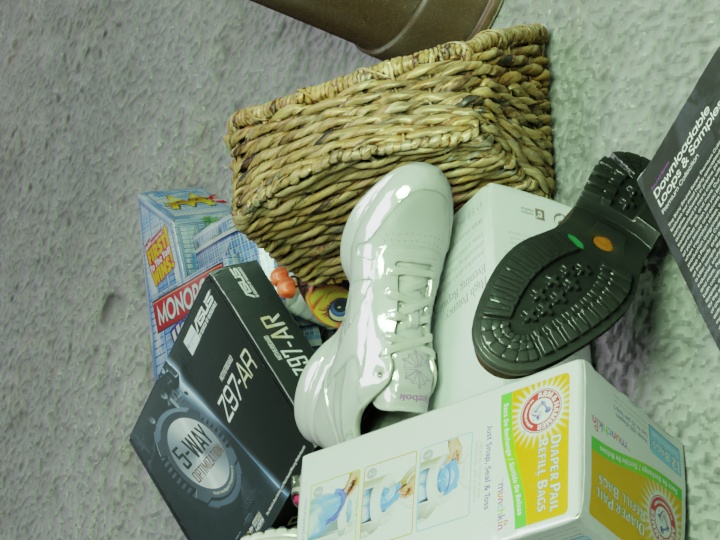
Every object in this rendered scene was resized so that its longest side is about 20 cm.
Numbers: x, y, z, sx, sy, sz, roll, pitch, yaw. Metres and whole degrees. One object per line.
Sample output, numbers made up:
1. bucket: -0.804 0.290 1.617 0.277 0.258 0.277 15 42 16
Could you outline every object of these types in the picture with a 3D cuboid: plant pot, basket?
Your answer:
1. plant pot: -0.015 -0.254 1.917 0.200 0.197 0.202 -44 38 50
2. basket: 0.013 -0.101 1.755 0.199 0.143 0.150 -16 58 27

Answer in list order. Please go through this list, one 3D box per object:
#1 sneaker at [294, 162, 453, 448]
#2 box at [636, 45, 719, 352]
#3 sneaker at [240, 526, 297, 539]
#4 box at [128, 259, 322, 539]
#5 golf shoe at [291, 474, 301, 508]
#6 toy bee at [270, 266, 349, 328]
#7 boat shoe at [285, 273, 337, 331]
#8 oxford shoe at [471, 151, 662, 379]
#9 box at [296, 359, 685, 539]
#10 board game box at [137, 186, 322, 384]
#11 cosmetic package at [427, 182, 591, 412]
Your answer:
1. sneaker: 0.026 0.034 1.675 0.100 0.074 0.201 39 119 50
2. box: 0.225 -0.045 1.481 0.143 0.036 0.201 -60 30 29
3. sneaker: -0.110 0.243 1.904 0.199 0.078 0.080 -23 40 20
4. box: -0.085 0.118 1.948 0.161 0.043 0.201 57 140 26
5. golf shoe: 0.020 0.166 1.785 0.200 0.077 0.089 155 109 -66
6. toy bee: 0.000 0.000 1.855 0.131 0.108 0.202 9 85 64
7. boat shoe: -0.016 -0.055 1.968 0.073 0.066 0.201 -36 45 54
8. oxford shoe: 0.119 0.015 1.562 0.200 0.073 0.085 -41 -16 -47
9. box: 0.073 0.143 1.524 0.199 0.112 0.102 -22 48 33
10. board game box: -0.107 0.021 2.053 0.200 0.061 0.201 -29 71 59
11. cosmetic package: 0.089 0.060 1.672 0.102 0.074 0.201 -49 34 47
